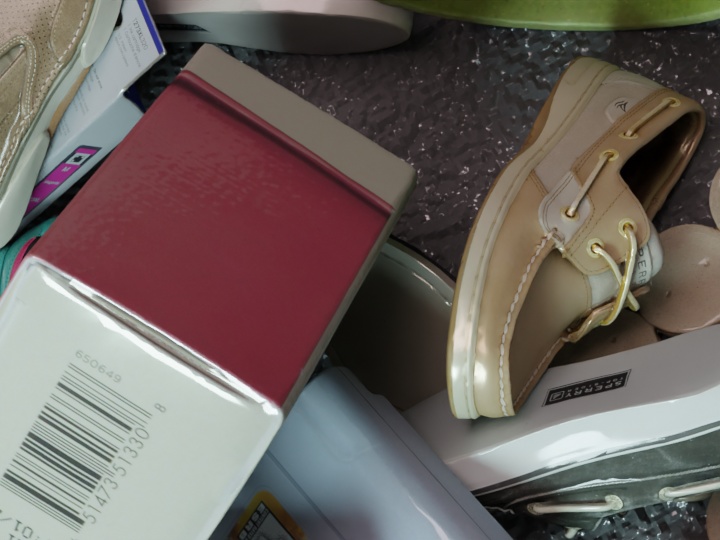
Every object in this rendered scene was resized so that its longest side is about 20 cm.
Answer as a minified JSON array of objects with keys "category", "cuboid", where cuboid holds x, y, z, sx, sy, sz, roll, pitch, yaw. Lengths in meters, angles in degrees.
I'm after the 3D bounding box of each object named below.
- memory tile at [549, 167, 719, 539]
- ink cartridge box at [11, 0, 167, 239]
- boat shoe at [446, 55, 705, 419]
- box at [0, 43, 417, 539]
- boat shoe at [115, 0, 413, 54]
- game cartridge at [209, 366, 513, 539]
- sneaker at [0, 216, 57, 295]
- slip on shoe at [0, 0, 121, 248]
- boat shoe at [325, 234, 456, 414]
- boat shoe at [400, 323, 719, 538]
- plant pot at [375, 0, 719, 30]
[{"category":"memory tile","cuboid":[0.188,0.019,0.978,0.200,0.017,0.153,-46,60,1]},{"category":"ink cartridge box","cuboid":[-0.161,-0.082,1.110,0.200,0.037,0.095,-39,63,33]},{"category":"boat shoe","cuboid":[0.093,-0.015,0.968,0.069,0.074,0.200,13,49,19]},{"category":"box","cuboid":[-0.073,0.021,0.912,0.109,0.200,0.128,32,121,-2]},{"category":"boat shoe","cuboid":[-0.063,-0.158,1.116,0.200,0.075,0.093,6,81,25]},{"category":"game cartridge","cuboid":[-0.020,0.155,0.954,0.133,0.042,0.200,49,120,29]},{"category":"sneaker","cuboid":[-0.104,0.046,1.058,0.121,0.084,0.200,-43,59,14]},{"category":"slip on shoe","cuboid":[-0.166,-0.101,1.055,0.076,0.061,0.200,37,109,36]},{"category":"boat shoe","cuboid":[0.000,0.000,1.033,0.200,0.063,0.073,34,120,11]},{"category":"boat shoe","cuboid":[0.086,0.077,0.950,0.200,0.064,0.071,-15,23,32]},{"category":"plant pot","cuboid":[0.082,-0.215,0.990,0.200,0.200,0.184,2,80,24]}]
